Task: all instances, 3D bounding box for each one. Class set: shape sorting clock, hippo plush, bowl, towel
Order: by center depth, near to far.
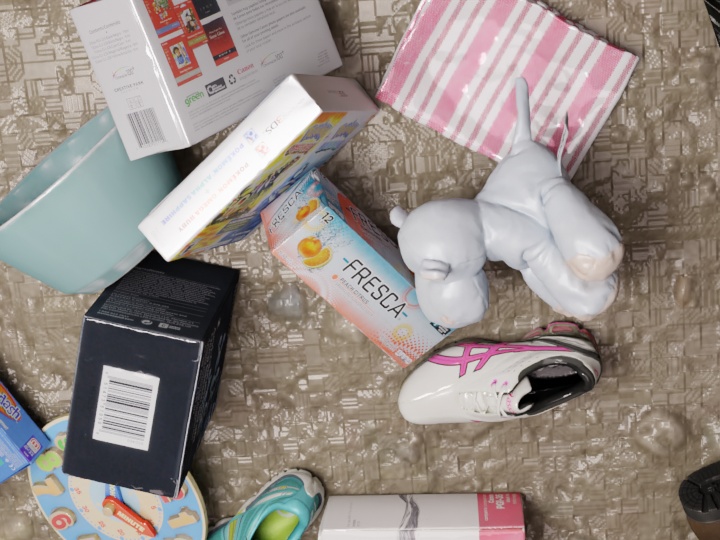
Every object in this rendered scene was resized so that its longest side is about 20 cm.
[{"bbox_3d":[0.120,-0.020,1.151,0.159,0.160,0.202,-24,130,-14],"label":"hippo plush"},{"bbox_3d":[-0.232,-0.057,1.191,0.200,0.201,0.105,-37,108,14],"label":"bowl"},{"bbox_3d":[0.130,-0.171,1.209,0.198,0.030,0.147,27,108,-4],"label":"towel"},{"bbox_3d":[-0.241,0.225,1.331,0.197,0.039,0.202,8,119,15],"label":"shape sorting clock"}]

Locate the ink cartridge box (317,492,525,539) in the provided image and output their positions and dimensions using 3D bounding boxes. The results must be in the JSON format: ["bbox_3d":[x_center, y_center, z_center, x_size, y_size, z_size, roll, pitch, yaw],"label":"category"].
[{"bbox_3d":[0.062,0.299,1.328,0.197,0.083,0.149,-1,107,4],"label":"ink cartridge box"}]

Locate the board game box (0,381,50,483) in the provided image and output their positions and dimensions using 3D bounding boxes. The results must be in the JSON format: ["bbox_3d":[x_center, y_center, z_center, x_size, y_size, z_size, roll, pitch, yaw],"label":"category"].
[{"bbox_3d":[-0.423,0.163,1.325,0.199,0.045,0.153,-31,102,26],"label":"board game box"}]

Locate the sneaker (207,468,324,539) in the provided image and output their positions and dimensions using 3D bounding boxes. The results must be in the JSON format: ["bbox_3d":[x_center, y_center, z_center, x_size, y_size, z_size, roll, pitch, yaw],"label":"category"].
[{"bbox_3d":[-0.114,0.277,1.338,0.077,0.080,0.200,38,107,-7],"label":"sneaker"}]

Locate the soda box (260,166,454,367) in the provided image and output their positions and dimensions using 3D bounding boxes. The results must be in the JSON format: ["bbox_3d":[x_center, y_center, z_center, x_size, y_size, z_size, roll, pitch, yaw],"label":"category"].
[{"bbox_3d":[0.000,0.000,1.212,0.068,0.064,0.200,-37,128,14],"label":"soda box"}]

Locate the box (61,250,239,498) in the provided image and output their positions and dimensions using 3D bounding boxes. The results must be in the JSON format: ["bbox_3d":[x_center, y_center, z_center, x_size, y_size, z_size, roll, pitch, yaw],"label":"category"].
[{"bbox_3d":[-0.185,0.086,1.223,0.106,0.200,0.150,12,109,0],"label":"box"}]

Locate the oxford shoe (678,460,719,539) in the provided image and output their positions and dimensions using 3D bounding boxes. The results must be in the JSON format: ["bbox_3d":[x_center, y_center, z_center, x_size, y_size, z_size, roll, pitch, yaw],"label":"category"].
[{"bbox_3d":[0.407,0.211,1.290,0.198,0.073,0.085,-18,121,12],"label":"oxford shoe"}]

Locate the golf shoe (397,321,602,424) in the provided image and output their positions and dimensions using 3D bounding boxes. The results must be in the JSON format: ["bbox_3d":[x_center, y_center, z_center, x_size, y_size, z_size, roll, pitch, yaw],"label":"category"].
[{"bbox_3d":[0.126,0.103,1.261,0.198,0.092,0.073,-18,106,11],"label":"golf shoe"}]

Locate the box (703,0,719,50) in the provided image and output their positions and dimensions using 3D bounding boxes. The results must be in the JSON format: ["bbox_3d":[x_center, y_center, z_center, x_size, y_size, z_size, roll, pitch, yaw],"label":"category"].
[{"bbox_3d":[0.340,-0.147,1.110,0.049,0.200,0.161,-22,103,12],"label":"box"}]

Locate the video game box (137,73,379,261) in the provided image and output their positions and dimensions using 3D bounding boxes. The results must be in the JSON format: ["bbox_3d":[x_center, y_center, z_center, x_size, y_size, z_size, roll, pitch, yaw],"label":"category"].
[{"bbox_3d":[-0.080,-0.091,1.160,0.047,0.200,0.182,46,105,5],"label":"video game box"}]

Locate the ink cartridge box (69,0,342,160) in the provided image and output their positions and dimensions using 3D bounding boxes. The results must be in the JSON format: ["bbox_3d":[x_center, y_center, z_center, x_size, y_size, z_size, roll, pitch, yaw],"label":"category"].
[{"bbox_3d":[-0.131,-0.214,1.126,0.083,0.199,0.178,-6,110,44],"label":"ink cartridge box"}]
